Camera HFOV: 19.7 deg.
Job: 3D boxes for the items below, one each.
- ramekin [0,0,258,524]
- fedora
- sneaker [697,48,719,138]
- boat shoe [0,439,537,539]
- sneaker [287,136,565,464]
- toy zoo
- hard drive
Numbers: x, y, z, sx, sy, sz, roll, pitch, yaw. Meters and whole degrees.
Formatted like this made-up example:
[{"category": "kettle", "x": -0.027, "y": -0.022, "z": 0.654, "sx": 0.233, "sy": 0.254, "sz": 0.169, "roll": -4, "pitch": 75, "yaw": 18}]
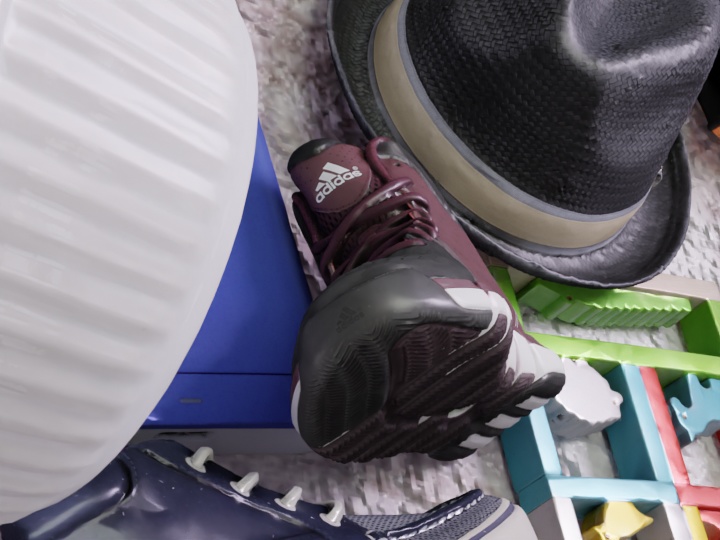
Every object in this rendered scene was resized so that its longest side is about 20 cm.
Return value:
[{"category": "ramekin", "x": -0.115, "y": -0.024, "z": 0.559, "sx": 0.105, "sy": 0.200, "sz": 0.200, "roll": 24, "pitch": 47, "yaw": -31}, {"category": "fedora", "x": 0.082, "y": -0.090, "z": 0.832, "sx": 0.201, "sy": 0.092, "sz": 0.201, "roll": 24, "pitch": 39, "yaw": -22}, {"category": "sneaker", "x": 0.176, "y": -0.141, "z": 0.980, "sx": 0.090, "sy": 0.070, "sz": 0.200, "roll": 10, "pitch": 56, "yaw": -39}, {"category": "boat shoe", "x": -0.030, "y": 0.085, "z": 0.638, "sx": 0.200, "sy": 0.075, "sz": 0.093, "roll": -22, "pitch": 82, "yaw": -47}, {"category": "sneaker", "x": 0.000, "y": 0.000, "z": 0.691, "sx": 0.116, "sy": 0.076, "sz": 0.200, "roll": 59, "pitch": 7, "yaw": 16}, {"category": "toy zoo", "x": 0.115, "y": 0.087, "z": 0.799, "sx": 0.131, "sy": 0.020, "sz": 0.200, "roll": 8, "pitch": 56, "yaw": -36}, {"category": "hard drive", "x": -0.086, "y": -0.032, "z": 0.714, "sx": 0.132, "sy": 0.025, "sz": 0.200, "roll": 3, "pitch": 59, "yaw": -38}]
